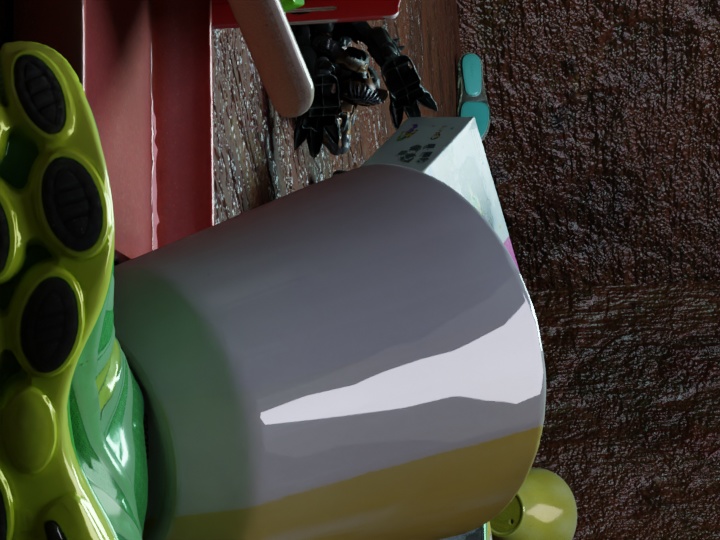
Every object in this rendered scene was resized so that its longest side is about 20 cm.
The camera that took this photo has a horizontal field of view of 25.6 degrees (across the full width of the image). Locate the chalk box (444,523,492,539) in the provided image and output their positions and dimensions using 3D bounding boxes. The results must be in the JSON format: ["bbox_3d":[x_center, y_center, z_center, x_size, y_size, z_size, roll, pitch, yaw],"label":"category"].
[{"bbox_3d":[0.049,0.301,1.308,0.124,0.123,0.201,78,13,-50],"label":"chalk box"}]

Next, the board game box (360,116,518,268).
[{"bbox_3d":[0.025,0.011,1.053,0.200,0.064,0.149,-47,128,-40],"label":"board game box"}]

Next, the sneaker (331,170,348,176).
[{"bbox_3d":[0.000,0.000,1.311,0.201,0.069,0.091,73,31,-62],"label":"sneaker"}]

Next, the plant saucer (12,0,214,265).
[{"bbox_3d":[-0.098,-0.093,0.644,0.200,0.036,0.202,46,42,-78],"label":"plant saucer"}]

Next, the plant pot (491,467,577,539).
[{"bbox_3d":[0.326,0.501,3.261,0.142,0.198,0.202,19,66,-54],"label":"plant pot"}]

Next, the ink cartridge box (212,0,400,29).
[{"bbox_3d":[-0.028,-0.206,0.923,0.201,0.115,0.068,-81,167,-61],"label":"ink cartridge box"}]

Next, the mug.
[{"bbox_3d":[-0.026,0.061,0.581,0.152,0.149,0.188,-13,69,-43],"label":"mug"}]

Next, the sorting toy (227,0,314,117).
[{"bbox_3d":[-0.061,-0.191,0.696,0.201,0.036,0.186,-104,173,-53],"label":"sorting toy"}]

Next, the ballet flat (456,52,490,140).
[{"bbox_3d":[0.220,-0.332,3.156,0.075,0.067,0.202,111,-22,-68],"label":"ballet flat"}]

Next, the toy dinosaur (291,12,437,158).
[{"bbox_3d":[-0.025,-0.156,1.126,0.200,0.102,0.136,56,6,-49],"label":"toy dinosaur"}]

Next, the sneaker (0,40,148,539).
[{"bbox_3d":[-0.103,0.033,0.472,0.084,0.073,0.202,-114,-159,-73],"label":"sneaker"}]
